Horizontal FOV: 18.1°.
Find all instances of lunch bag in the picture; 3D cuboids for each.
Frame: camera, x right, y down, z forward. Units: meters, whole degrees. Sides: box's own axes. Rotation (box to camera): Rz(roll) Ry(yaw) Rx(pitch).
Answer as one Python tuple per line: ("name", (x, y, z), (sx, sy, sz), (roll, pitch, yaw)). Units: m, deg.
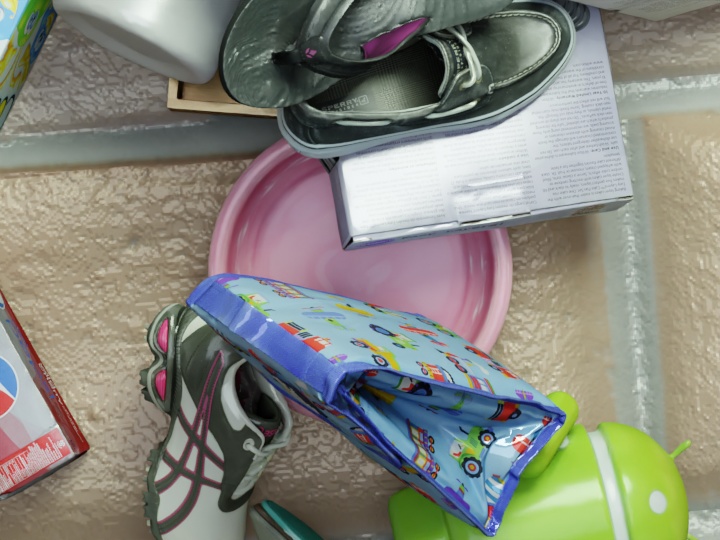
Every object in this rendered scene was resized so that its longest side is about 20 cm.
("lunch bag", (-0.001, 0.060, 1.345), (0.200, 0.150, 0.094), (30, 92, -42))

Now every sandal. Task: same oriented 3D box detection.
("sandal", (0.009, -0.154, 1.311), (0.200, 0.048, 0.076), (-26, 111, -13))

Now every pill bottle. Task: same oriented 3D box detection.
("pill bottle", (-0.105, -0.231, 1.430), (0.114, 0.114, 0.201), (25, 83, 1))

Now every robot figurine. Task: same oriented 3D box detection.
("robot figurine", (0.121, 0.164, 1.455), (0.199, 0.116, 0.176), (-12, 115, -1))

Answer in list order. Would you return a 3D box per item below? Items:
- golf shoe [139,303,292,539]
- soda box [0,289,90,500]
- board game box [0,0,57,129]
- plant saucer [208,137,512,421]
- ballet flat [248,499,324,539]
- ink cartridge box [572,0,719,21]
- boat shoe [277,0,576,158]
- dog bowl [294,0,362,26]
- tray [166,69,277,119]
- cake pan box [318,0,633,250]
("golf shoe", (-0.090, 0.119, 1.450), (0.088, 0.077, 0.201), (9, 113, 31))
("soda box", (-0.257, 0.049, 1.485), (0.063, 0.070, 0.201), (-29, 89, 1))
("board game box", (-0.267, -0.159, 1.470), (0.104, 0.103, 0.201), (26, 90, 1))
("plant saucer", (0.000, 0.000, 1.489), (0.199, 0.051, 0.202), (0, 93, 1))
("ballet flat", (-0.006, 0.226, 1.462), (0.200, 0.067, 0.064), (37, 95, -19))
("ink cartridge box", (0.179, -0.228, 1.443), (0.068, 0.199, 0.117), (-14, 80, 35))
("boat shoe", (0.047, -0.119, 1.379), (0.199, 0.071, 0.072), (-23, 84, -13))
("dog bowl", (-0.007, -0.248, 1.352), (0.199, 0.079, 0.201), (-5, 105, -20))
("tray", (-0.025, -0.148, 1.501), (0.199, 0.037, 0.099), (5, 89, 0))
("cake pan box", (0.063, -0.116, 1.443), (0.199, 0.052, 0.185), (-10, 81, -10))
